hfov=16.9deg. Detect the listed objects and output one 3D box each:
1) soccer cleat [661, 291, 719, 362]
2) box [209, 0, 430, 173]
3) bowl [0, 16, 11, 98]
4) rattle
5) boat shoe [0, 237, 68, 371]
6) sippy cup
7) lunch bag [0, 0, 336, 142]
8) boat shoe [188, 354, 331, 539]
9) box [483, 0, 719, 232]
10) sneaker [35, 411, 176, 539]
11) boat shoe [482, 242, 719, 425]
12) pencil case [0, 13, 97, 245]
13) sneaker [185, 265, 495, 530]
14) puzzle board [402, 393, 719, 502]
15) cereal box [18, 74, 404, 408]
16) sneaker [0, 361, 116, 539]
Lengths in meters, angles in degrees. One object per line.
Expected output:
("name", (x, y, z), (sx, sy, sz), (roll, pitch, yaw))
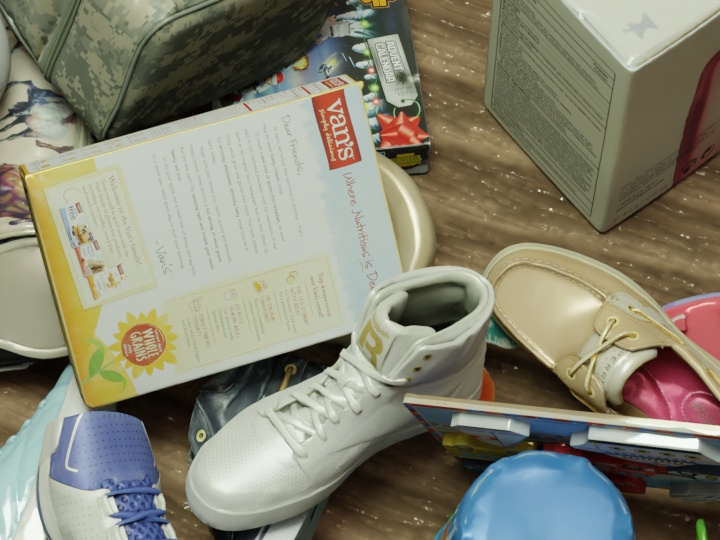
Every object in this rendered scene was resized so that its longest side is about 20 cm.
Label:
("soccer cleat", (0.269, 0.031, 1.483), (0.199, 0.067, 0.077), (-9, 17, 6))
("box", (-0.035, -0.151, 1.578), (0.136, 0.040, 0.201), (-7, 63, -5))
("bowl", (-0.311, -0.091, 1.487), (0.200, 0.075, 0.200), (14, 58, 47))
("rattle", (0.000, 0.000, 1.439), (0.130, 0.143, 0.200), (-37, 71, -9))
("boat shoe", (-0.217, 0.026, 1.453), (0.199, 0.063, 0.073), (-12, 83, 5))
("sippy cup", (0.099, 0.168, 1.361), (0.178, 0.130, 0.140), (-37, 70, -19))
("lunch bag", (-0.123, -0.196, 1.476), (0.200, 0.139, 0.168), (-30, 73, -37))
("boat shoe", (-0.070, 0.133, 1.415), (0.091, 0.071, 0.201), (20, 56, 10))
("box", (0.157, -0.139, 1.484), (0.109, 0.200, 0.128), (-34, 68, -16))
("sneaker", (-0.113, 0.175, 1.338), (0.080, 0.115, 0.200), (3, 77, -41))
("boat shoe", (0.158, 0.054, 1.425), (0.200, 0.069, 0.074), (33, 103, 0))
("pencil case", (-0.197, -0.087, 1.515), (0.089, 0.078, 0.201), (-25, 53, 37))
("sneaker", (-0.011, 0.062, 1.357), (0.200, 0.116, 0.074), (-28, 61, -26))
("puzzle board", (0.136, 0.104, 1.362), (0.199, 0.151, 0.017), (5, 75, 18))
("cereal box", (-0.081, -0.017, 1.384), (0.199, 0.040, 0.144), (-16, 106, -10))
("sneaker", (-0.205, 0.125, 1.412), (0.082, 0.074, 0.201), (17, 61, 8))
